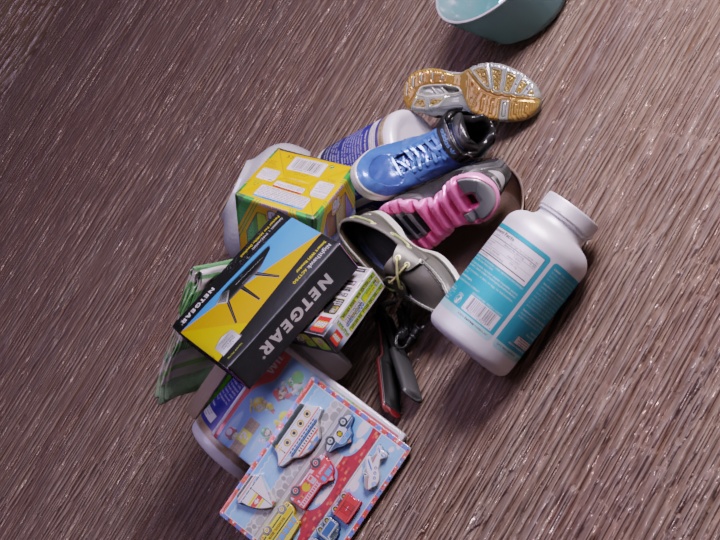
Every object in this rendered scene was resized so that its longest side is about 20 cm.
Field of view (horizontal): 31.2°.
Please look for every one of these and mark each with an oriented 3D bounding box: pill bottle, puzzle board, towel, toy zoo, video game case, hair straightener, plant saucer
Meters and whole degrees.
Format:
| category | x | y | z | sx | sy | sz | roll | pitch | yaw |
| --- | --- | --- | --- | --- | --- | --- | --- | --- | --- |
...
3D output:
| category | x | y | z | sx | sy | sz | roll | pitch | yaw |
| --- | --- | --- | --- | --- | --- | --- | --- | --- | --- |
| pill bottle | -0.110 | 0.164 | 1.642 | 0.200 | 0.116 | 0.116 | -49 | 33 | 1 |
| pill bottle | 0.178 | 0.011 | 1.440 | 0.200 | 0.111 | 0.111 | -52 | 32 | 2 |
| puzzle board | -0.055 | 0.249 | 1.516 | 0.150 | 0.017 | 0.200 | 34 | 88 | 17 |
| towel | -0.194 | 0.074 | 1.686 | 0.023 | 0.152 | 0.201 | 31 | 115 | 26 |
| toy zoo | -0.148 | 0.116 | 1.738 | 0.131 | 0.020 | 0.200 | -54 | -11 | 28 |
| video game case | -0.063 | 0.198 | 1.546 | 0.200 | 0.017 | 0.143 | 35 | 89 | 18 |
| hair straightener | 0.056 | 0.090 | 1.599 | 0.077 | 0.041 | 0.200 | -36 | 32 | 25 |
| pill bottle | 0.008 | -0.135 | 1.787 | 0.199 | 0.116 | 0.116 | -23 | 43 | 38 |
| plant saucer | 0.135 | -0.042 | 1.613 | 0.200 | 0.037 | 0.201 | -33 | 38 | 31 |

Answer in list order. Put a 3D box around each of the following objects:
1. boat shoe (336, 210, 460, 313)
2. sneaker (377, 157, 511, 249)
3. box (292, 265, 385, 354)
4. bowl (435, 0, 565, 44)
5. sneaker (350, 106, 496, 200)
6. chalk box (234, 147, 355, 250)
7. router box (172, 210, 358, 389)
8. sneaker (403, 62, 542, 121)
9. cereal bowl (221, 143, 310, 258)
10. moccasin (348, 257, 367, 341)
| category | x | y | z | sx | sy | sz | roll | pitch | yaw |
| --- | --- | --- | --- | --- | --- | --- | --- | --- | --- |
| boat shoe | 0.048 | -0.006 | 1.565 | 0.202 | 0.060 | 0.072 | 42 | 123 | 37 |
| sneaker | 0.109 | -0.089 | 1.610 | 0.199 | 0.079 | 0.095 | -17 | 25 | 43 |
| box | -0.073 | 0.037 | 1.601 | 0.199 | 0.035 | 0.110 | 10 | 56 | 47 |
| bowl | 0.211 | -0.392 | 1.778 | 0.200 | 0.105 | 0.201 | -33 | 37 | 29 |
| sneaker | 0.086 | -0.153 | 1.635 | 0.111 | 0.199 | 0.077 | -42 | 68 | 54 |
| chalk box | -0.084 | -0.041 | 1.748 | 0.124 | 0.201 | 0.124 | 16 | 42 | 21 |
| router box | -0.117 | 0.032 | 1.564 | 0.200 | 0.051 | 0.149 | -49 | 38 | -11 |
| sneaker | 0.160 | -0.235 | 1.729 | 0.199 | 0.088 | 0.076 | 11 | 89 | 31 |
| cereal bowl | -0.152 | -0.104 | 1.918 | 0.200 | 0.083 | 0.201 | -156 | 90 | -84 |
| moccasin | 0.000 | 0.001 | 1.680 | 0.202 | 0.077 | 0.074 | -58 | -5 | -27 |
